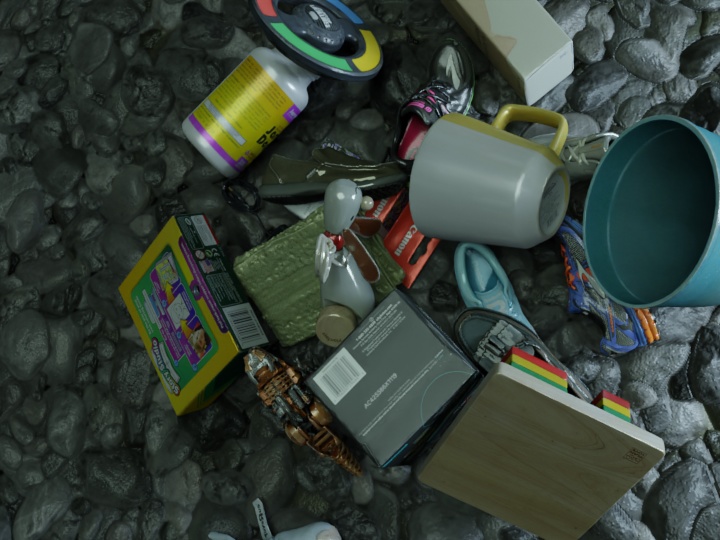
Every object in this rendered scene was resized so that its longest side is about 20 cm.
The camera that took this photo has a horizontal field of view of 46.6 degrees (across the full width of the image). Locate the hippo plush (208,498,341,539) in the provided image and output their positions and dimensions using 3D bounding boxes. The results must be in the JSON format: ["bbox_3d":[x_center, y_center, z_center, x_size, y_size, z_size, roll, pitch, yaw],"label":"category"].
[{"bbox_3d":[-0.103,0.366,0.989,0.158,0.161,0.201,-36,73,6],"label":"hippo plush"}]

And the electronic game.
[{"bbox_3d":[-0.056,-0.320,1.100,0.201,0.198,0.042,52,129,17],"label":"electronic game"}]

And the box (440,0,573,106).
[{"bbox_3d":[0.184,-0.322,1.078,0.077,0.095,0.201,-37,72,6],"label":"box"}]

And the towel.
[{"bbox_3d":[-0.055,0.005,1.067,0.198,0.037,0.149,-29,106,19],"label":"towel"}]

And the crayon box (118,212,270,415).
[{"bbox_3d":[-0.222,0.058,1.092,0.172,0.058,0.202,-43,69,38],"label":"crayon box"}]

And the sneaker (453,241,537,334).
[{"bbox_3d":[0.163,0.053,1.019,0.073,0.082,0.202,-30,75,8],"label":"sneaker"}]

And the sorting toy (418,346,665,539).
[{"bbox_3d":[0.195,0.193,0.931,0.197,0.070,0.200,25,128,-4],"label":"sorting toy"}]

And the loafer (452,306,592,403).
[{"bbox_3d":[0.195,0.112,0.966,0.199,0.063,0.072,36,96,-7],"label":"loafer"}]

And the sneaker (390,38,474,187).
[{"bbox_3d":[0.094,-0.207,1.085,0.076,0.084,0.203,18,85,16],"label":"sneaker"}]

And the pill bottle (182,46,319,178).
[{"bbox_3d":[-0.142,-0.229,1.140,0.200,0.104,0.104,-44,73,4],"label":"pill bottle"}]

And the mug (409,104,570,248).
[{"bbox_3d":[0.163,-0.113,0.970,0.151,0.148,0.190,18,93,35],"label":"mug"}]

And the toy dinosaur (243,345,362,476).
[{"bbox_3d":[-0.073,0.174,1.020,0.100,0.136,0.203,-19,100,-1],"label":"toy dinosaur"}]

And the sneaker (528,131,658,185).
[{"bbox_3d":[0.271,-0.142,1.022,0.196,0.092,0.077,2,81,16],"label":"sneaker"}]

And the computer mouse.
[{"bbox_3d":[-0.125,-0.056,1.146,0.059,0.034,0.201,-47,66,20],"label":"computer mouse"}]

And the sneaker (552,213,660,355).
[{"bbox_3d":[0.274,0.014,1.004,0.078,0.075,0.202,-35,72,9],"label":"sneaker"}]

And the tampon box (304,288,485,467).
[{"bbox_3d":[0.051,0.131,0.972,0.150,0.200,0.126,-45,73,1],"label":"tampon box"}]

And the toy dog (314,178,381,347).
[{"bbox_3d":[0.000,0.000,0.973,0.094,0.202,0.134,5,52,1],"label":"toy dog"}]

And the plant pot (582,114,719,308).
[{"bbox_3d":[0.379,-0.051,0.911,0.185,0.199,0.204,7,79,-23],"label":"plant pot"}]

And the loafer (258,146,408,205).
[{"bbox_3d":[-0.037,-0.125,1.056,0.196,0.075,0.071,-1,83,14],"label":"loafer"}]

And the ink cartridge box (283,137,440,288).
[{"bbox_3d":[0.008,-0.076,1.100,0.198,0.050,0.110,34,89,18],"label":"ink cartridge box"}]
